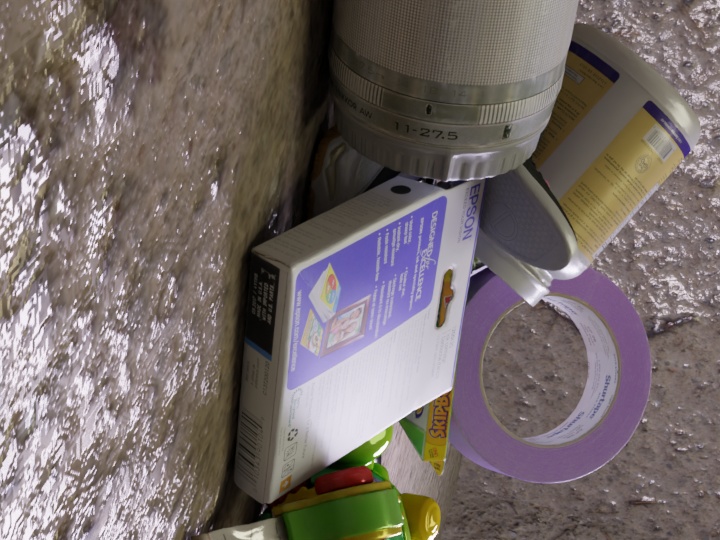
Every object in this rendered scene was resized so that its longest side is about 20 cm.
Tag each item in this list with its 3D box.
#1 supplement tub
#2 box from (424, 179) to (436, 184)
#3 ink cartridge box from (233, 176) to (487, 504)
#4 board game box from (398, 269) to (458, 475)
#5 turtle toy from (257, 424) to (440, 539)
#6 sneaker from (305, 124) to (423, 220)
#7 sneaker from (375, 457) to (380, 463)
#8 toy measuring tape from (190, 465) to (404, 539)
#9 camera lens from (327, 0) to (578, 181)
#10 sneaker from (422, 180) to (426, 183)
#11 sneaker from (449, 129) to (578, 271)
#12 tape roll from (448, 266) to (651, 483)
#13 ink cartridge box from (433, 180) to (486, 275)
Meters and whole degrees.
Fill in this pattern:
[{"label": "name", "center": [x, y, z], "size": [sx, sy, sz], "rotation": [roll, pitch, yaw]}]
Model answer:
[{"label": "supplement tub", "center": [0.162, -0.085, 1.123], "size": [0.200, 0.145, 0.145], "rotation": [-48, 172, 4]}, {"label": "box", "center": [0.037, -0.093, 1.240], "size": [0.200, 0.043, 0.160], "rotation": [92, 13, -51]}, {"label": "ink cartridge box", "center": [0.000, 0.039, 0.951], "size": [0.200, 0.043, 0.198], "rotation": [-26, 135, -40]}, {"label": "board game box", "center": [0.059, 0.071, 1.194], "size": [0.096, 0.030, 0.200], "rotation": [-125, -145, -65]}, {"label": "turtle toy", "center": [-0.020, 0.187, 1.062], "size": [0.101, 0.145, 0.200], "rotation": [50, 50, -52]}, {"label": "sneaker", "center": [0.000, -0.005, 1.006], "size": [0.076, 0.087, 0.200], "rotation": [-63, 165, -62]}, {"label": "sneaker", "center": [-0.004, 0.166, 1.220], "size": [0.112, 0.073, 0.200], "rotation": [-64, 163, -50]}, {"label": "toy measuring tape", "center": [-0.026, 0.170, 0.921], "size": [0.200, 0.073, 0.074], "rotation": [4, 100, -56]}, {"label": "camera lens", "center": [0.062, -0.181, 0.897], "size": [0.160, 0.160, 0.200], "rotation": [-65, 165, -52]}, {"label": "sneaker", "center": [0.000, 0.000, 1.127], "size": [0.090, 0.070, 0.200], "rotation": [-45, 156, -36]}, {"label": "sneaker", "center": [0.114, -0.083, 1.001], "size": [0.099, 0.200, 0.071], "rotation": [-20, 142, -31]}, {"label": "tape roll", "center": [0.161, 0.089, 1.248], "size": [0.066, 0.200, 0.201], "rotation": [178, -73, -73]}, {"label": "ink cartridge box", "center": [0.168, -0.082, 1.274], "size": [0.086, 0.200, 0.146], "rotation": [61, -2, 6]}]
